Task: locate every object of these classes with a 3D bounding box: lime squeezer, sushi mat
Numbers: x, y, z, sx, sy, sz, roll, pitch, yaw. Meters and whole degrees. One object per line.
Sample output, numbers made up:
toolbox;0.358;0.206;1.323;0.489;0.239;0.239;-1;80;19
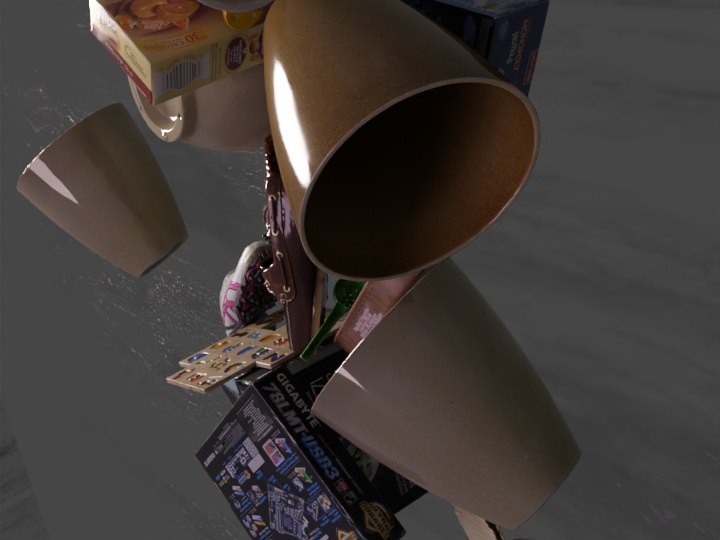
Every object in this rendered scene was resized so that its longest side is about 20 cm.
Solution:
lime squeezer;0.000;0.000;1.002;0.038;0.201;0.071;34;180;19
sushi mat;0.127;0.276;1.033;0.200;0.012;0.096;131;114;-82

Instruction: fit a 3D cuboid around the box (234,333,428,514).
box;-0.024;0.180;1.125;0.086;0.163;0.202;3;113;56

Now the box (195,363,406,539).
box;-0.068;0.220;1.020;0.199;0.050;0.200;52;142;10

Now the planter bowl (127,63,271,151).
planter bowl;-0.166;-0.214;1.093;0.200;0.134;0.202;34;137;40

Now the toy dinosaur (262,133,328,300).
toy dinosaur;-0.074;-0.046;1.113;0.200;0.102;0.136;50;-179;-31

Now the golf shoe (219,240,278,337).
golf shoe;-0.148;0.026;1.294;0.092;0.072;0.201;50;146;26

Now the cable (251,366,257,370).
cable;-0.076;0.165;1.271;0.199;0.051;0.164;34;149;23

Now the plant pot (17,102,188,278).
plant pot;-0.339;-0.094;1.423;0.200;0.187;0.187;50;149;-3

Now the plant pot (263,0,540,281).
plant pot;0.003;-0.127;0.761;0.201;0.185;0.187;60;151;34

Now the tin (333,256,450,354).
tin;0.035;0.017;0.970;0.042;0.112;0.200;44;146;11

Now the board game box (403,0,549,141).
board game box;0.050;-0.173;0.864;0.200;0.061;0.201;43;143;33

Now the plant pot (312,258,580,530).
plant pot;0.092;0.125;0.911;0.200;0.187;0.188;42;145;9

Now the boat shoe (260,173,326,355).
boat shoe;-0.065;-0.006;1.018;0.071;0.070;0.202;-90;3;-63

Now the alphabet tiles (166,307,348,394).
alphabet tiles;-0.116;0.086;1.162;0.167;0.199;0.008;4;117;56

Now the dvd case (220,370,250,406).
dvd case;-0.109;0.186;1.288;0.199;0.022;0.147;23;147;44

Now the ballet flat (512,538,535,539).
ballet flat;0.222;0.310;0.946;0.200;0.070;0.071;47;145;31

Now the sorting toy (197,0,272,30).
sorting toy;-0.124;-0.325;0.939;0.180;0.200;0.107;41;164;39

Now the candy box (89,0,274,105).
candy box;-0.140;-0.243;0.968;0.116;0.199;0.055;50;150;24
